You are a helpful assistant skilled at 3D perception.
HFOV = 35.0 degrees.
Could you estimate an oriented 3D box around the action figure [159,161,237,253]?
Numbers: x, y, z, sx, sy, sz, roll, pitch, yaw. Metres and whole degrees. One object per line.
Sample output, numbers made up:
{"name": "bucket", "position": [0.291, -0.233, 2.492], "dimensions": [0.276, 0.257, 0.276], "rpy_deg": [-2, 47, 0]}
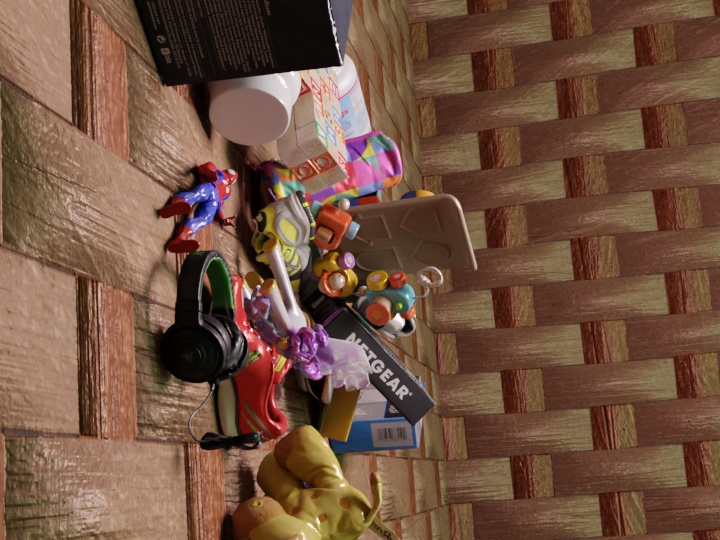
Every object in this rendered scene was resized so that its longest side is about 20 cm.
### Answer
{"name": "action figure", "position": [-0.167, -0.077, 1.247], "dimensions": [0.200, 0.052, 0.066], "rpy_deg": [-76, 153, -68]}

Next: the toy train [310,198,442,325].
{"name": "toy train", "position": [0.000, 0.000, 1.501], "dimensions": [0.150, 0.200, 0.056], "rpy_deg": [-54, -175, 47]}

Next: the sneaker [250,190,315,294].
{"name": "sneaker", "position": [-0.107, -0.033, 1.504], "dimensions": [0.200, 0.076, 0.076], "rpy_deg": [95, -25, -55]}

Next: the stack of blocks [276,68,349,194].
{"name": "stack of blocks", "position": [-0.074, -0.212, 1.477], "dimensions": [0.115, 0.058, 0.200], "rpy_deg": [48, 26, -45]}

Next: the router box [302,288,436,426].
{"name": "router box", "position": [0.010, 0.116, 1.621], "dimensions": [0.200, 0.051, 0.149], "rpy_deg": [47, 0, -17]}

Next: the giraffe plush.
{"name": "giraffe plush", "position": [-0.078, 0.296, 1.293], "dimensions": [0.162, 0.200, 0.173], "rpy_deg": [-24, 126, -45]}

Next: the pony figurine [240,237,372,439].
{"name": "pony figurine", "position": [-0.082, 0.087, 1.402], "dimensions": [0.193, 0.166, 0.200], "rpy_deg": [-94, 158, -60]}

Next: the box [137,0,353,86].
{"name": "box", "position": [-0.115, -0.308, 1.233], "dimensions": [0.200, 0.196, 0.124], "rpy_deg": [-83, 164, -49]}

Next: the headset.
{"name": "headset", "position": [-0.141, 0.080, 1.149], "dimensions": [0.123, 0.094, 0.201], "rpy_deg": [23, 67, -78]}

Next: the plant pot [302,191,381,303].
{"name": "plant pot", "position": [-0.038, -0.055, 1.713], "dimensions": [0.142, 0.141, 0.200], "rpy_deg": [-82, 172, -53]}

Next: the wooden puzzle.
{"name": "wooden puzzle", "position": [0.051, -0.053, 1.568], "dimensions": [0.185, 0.199, 0.046], "rpy_deg": [66, 24, -58]}

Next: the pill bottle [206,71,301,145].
{"name": "pill bottle", "position": [-0.126, -0.255, 1.379], "dimensions": [0.114, 0.114, 0.200], "rpy_deg": [72, 16, -50]}

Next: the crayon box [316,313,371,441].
{"name": "crayon box", "position": [-0.026, 0.172, 1.769], "dimensions": [0.200, 0.051, 0.127], "rpy_deg": [-79, -177, -56]}

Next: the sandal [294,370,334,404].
{"name": "sandal", "position": [-0.069, 0.139, 1.656], "dimensions": [0.207, 0.059, 0.079], "rpy_deg": [-138, -122, -81]}

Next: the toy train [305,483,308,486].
{"name": "toy train", "position": [-0.056, 0.341, 1.549], "dimensions": [0.200, 0.084, 0.116], "rpy_deg": [-78, 170, -61]}

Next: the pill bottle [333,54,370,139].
{"name": "pill bottle", "position": [-0.052, -0.282, 1.837], "dimensions": [0.200, 0.108, 0.109], "rpy_deg": [71, 16, -51]}

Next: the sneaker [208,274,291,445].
{"name": "sneaker", "position": [-0.120, 0.097, 1.287], "dimensions": [0.077, 0.085, 0.201], "rpy_deg": [-62, 144, -74]}

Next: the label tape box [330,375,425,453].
{"name": "label tape box", "position": [0.031, 0.222, 1.907], "dimensions": [0.200, 0.143, 0.066], "rpy_deg": [-76, 158, -63]}

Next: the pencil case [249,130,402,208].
{"name": "pencil case", "position": [-0.044, -0.130, 1.543], "dimensions": [0.088, 0.199, 0.089], "rpy_deg": [163, -90, -73]}

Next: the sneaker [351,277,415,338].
{"name": "sneaker", "position": [0.042, 0.063, 1.679], "dimensions": [0.089, 0.074, 0.200], "rpy_deg": [45, 10, 4]}
